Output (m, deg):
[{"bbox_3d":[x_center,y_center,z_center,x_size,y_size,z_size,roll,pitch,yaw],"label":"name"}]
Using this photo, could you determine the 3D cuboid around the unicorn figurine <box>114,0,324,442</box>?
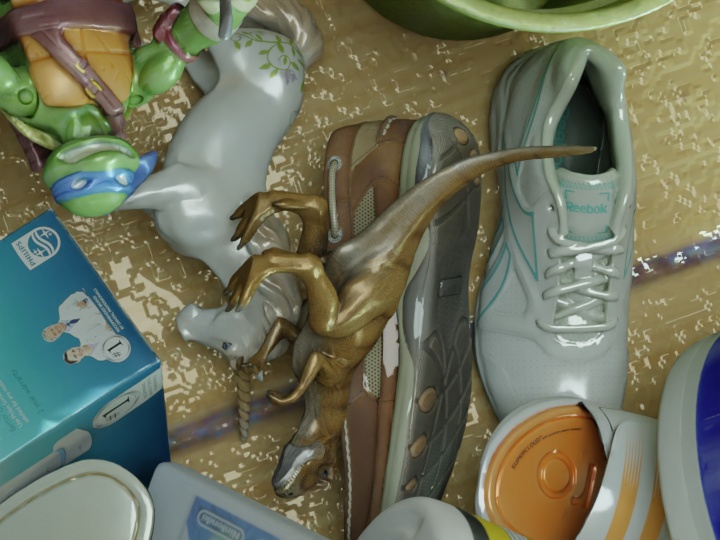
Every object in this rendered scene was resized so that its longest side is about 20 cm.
[{"bbox_3d":[-0.072,-0.045,1.258,0.137,0.074,0.201,23,81,-3],"label":"unicorn figurine"}]

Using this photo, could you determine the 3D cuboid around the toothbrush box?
[{"bbox_3d":[-0.183,0.084,1.174,0.199,0.147,0.085,-35,73,-13],"label":"toothbrush box"}]

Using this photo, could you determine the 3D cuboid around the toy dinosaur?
[{"bbox_3d":[0.000,0.000,1.213,0.106,0.060,0.201,24,107,-22],"label":"toy dinosaur"}]

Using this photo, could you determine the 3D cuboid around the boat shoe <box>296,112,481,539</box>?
[{"bbox_3d":[0.008,0.029,1.272,0.071,0.076,0.202,6,89,21],"label":"boat shoe"}]

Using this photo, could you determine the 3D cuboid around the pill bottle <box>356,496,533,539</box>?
[{"bbox_3d":[0.087,0.180,1.199,0.199,0.111,0.112,24,78,-23],"label":"pill bottle"}]

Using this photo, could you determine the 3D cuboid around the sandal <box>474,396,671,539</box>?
[{"bbox_3d":[0.147,0.105,1.256,0.206,0.059,0.080,15,77,-27],"label":"sandal"}]

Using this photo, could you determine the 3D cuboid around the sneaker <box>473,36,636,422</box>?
[{"bbox_3d":[0.091,-0.009,1.283,0.070,0.080,0.202,0,83,-13],"label":"sneaker"}]

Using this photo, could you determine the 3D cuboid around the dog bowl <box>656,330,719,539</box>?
[{"bbox_3d":[0.215,0.110,1.231,0.200,0.079,0.201,34,43,-39],"label":"dog bowl"}]

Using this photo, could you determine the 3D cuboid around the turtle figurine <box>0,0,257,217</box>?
[{"bbox_3d":[-0.119,-0.133,1.134,0.143,0.200,0.195,-19,68,13],"label":"turtle figurine"}]

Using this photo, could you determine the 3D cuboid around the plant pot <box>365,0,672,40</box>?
[{"bbox_3d":[0.060,-0.185,1.248,0.199,0.184,0.202,1,83,-11],"label":"plant pot"}]

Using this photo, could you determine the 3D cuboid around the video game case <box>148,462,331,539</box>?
[{"bbox_3d":[-0.039,0.196,1.136,0.199,0.022,0.183,23,94,37],"label":"video game case"}]

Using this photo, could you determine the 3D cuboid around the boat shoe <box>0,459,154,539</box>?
[{"bbox_3d":[-0.144,0.163,1.156,0.075,0.062,0.201,33,96,17],"label":"boat shoe"}]
